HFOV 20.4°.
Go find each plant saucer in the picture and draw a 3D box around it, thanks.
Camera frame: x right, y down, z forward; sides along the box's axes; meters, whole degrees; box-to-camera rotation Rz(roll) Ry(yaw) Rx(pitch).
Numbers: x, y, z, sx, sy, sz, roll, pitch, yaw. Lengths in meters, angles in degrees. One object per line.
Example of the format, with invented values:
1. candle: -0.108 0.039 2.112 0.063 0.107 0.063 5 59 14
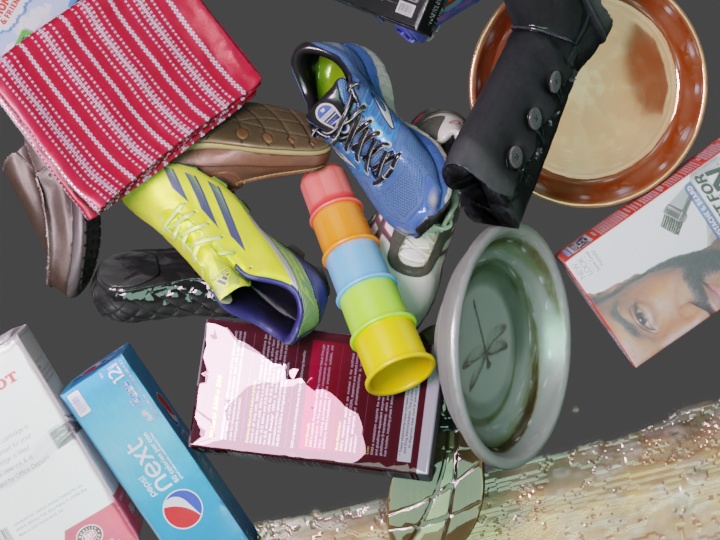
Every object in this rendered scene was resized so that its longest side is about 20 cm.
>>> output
1. plant saucer: 0.106 0.060 1.625 0.050 0.200 0.201 1 97 32
2. plant saucer: 0.188 -0.153 1.664 0.199 0.032 0.202 0 95 -2

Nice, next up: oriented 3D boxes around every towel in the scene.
1. towel: -0.183 -0.150 1.571 0.200 0.022 0.145 -42 99 -32

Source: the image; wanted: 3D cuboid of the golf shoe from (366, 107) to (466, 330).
1. golf shoe: 0.042 -0.035 1.644 0.077 0.088 0.201 14 96 -5

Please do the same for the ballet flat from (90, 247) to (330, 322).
1. ballet flat: -0.125 0.014 1.668 0.199 0.057 0.067 3 57 -5

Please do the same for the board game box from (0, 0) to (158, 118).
1. board game box: -0.266 -0.222 1.604 0.199 0.037 0.152 28 63 -4

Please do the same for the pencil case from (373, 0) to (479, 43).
1. pencil case: 0.097 -0.260 1.626 0.199 0.078 0.087 -32 122 1

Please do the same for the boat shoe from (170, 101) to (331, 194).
1. boat shoe: -0.122 -0.095 1.645 0.199 0.072 0.068 0 124 0

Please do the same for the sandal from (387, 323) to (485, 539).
1. sandal: 0.067 0.146 1.682 0.080 0.054 0.201 3 81 5

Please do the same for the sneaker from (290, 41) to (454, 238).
1. sneaker: 0.000 -0.106 1.590 0.079 0.089 0.200 -48 57 24

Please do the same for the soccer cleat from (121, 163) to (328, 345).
1. soccer cleat: -0.113 -0.016 1.596 0.200 0.084 0.065 37 127 -5

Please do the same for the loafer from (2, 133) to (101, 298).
1. loafer: -0.256 -0.076 1.641 0.071 0.073 0.201 -5 86 2

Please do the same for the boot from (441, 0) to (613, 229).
1. boot: 0.111 -0.156 1.552 0.165 0.065 0.201 43 69 -38

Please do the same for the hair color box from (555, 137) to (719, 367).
1. hair color box: 0.277 -0.023 1.665 0.200 0.064 0.111 -36 97 3

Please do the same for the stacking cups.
1. stacking cups: 0.000 0.000 1.611 0.060 0.061 0.201 -21 64 0

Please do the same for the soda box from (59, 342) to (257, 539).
1. soda box: -0.166 0.163 1.664 0.064 0.068 0.201 -33 96 2

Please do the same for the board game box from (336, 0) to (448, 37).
1. board game box: 0.001 -0.280 1.589 0.199 0.028 0.136 26 95 34

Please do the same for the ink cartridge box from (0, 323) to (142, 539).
1. ink cartridge box: -0.291 0.166 1.652 0.145 0.085 0.201 -30 98 1

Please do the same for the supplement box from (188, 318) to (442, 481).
1. supplement box: -0.034 0.107 1.641 0.199 0.061 0.110 7 80 6
